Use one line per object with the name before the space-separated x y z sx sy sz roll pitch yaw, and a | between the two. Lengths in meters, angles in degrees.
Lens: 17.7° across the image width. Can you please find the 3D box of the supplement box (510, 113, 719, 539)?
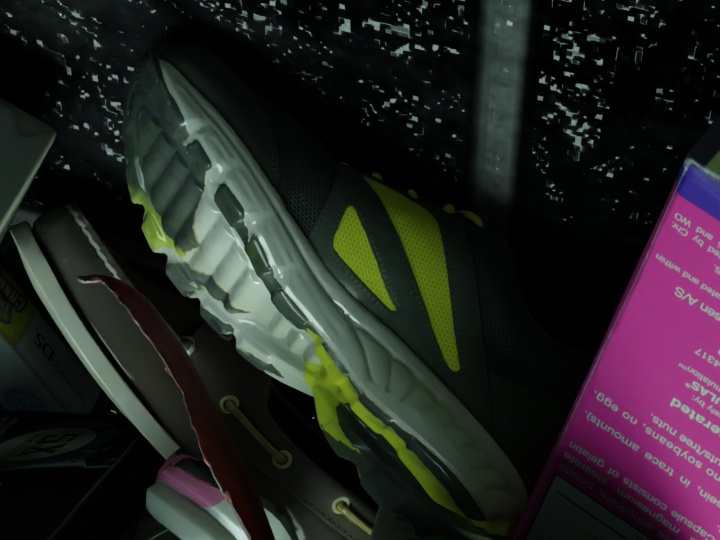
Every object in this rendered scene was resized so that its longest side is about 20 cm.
supplement box | 0.127 0.035 0.684 0.103 0.101 0.200 34 140 13

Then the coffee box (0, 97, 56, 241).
coffee box | -0.199 0.001 0.820 0.114 0.080 0.200 30 142 -7

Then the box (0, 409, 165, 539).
box | -0.132 0.177 0.877 0.086 0.164 0.200 1 111 18

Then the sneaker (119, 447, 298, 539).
sneaker | -0.068 0.145 0.842 0.080 0.086 0.200 32 154 28

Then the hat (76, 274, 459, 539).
hat | 0.015 0.115 0.739 0.165 0.176 0.200 -10 120 -14

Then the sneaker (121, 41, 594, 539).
sneaker | 0.000 0.000 0.771 0.200 0.085 0.074 52 151 -2

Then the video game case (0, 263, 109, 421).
video game case | -0.227 0.008 0.931 0.200 0.026 0.181 -7 134 33

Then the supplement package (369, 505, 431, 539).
supplement package | 0.043 0.182 0.827 0.109 0.114 0.200 12 109 5

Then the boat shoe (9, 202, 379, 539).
boat shoe | -0.053 0.048 0.860 0.059 0.072 0.200 -36 109 2
